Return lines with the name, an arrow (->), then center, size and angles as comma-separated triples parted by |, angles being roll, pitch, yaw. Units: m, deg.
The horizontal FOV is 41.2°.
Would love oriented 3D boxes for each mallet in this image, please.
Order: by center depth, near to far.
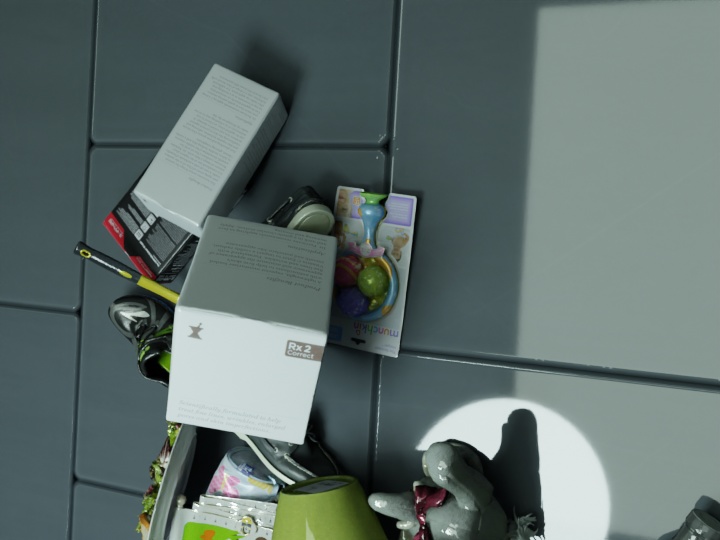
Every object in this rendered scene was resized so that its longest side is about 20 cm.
mallet -> -0.296, 0.024, 1.295 | 0.199, 0.041, 0.066 | 22, 110, -9

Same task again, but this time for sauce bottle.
sauce bottle -> 0.313, 0.342, 1.015 | 0.065, 0.065, 0.201 | 34, 105, 23

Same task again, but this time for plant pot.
plant pot -> -0.035, 0.350, 1.121 | 0.186, 0.187, 0.201 | -9, 88, 27

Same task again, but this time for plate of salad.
plate of salad -> -0.255, 0.275, 1.242 | 0.048, 0.200, 0.201 | 15, 98, -1

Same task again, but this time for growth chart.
growth chart -> -0.150, 0.348, 1.207 | 0.199, 0.018, 0.145 | 2, 101, 5

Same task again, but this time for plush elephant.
plush elephant -> 0.086, 0.277, 1.092 | 0.154, 0.199, 0.166 | 2, 77, 49

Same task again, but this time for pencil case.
pencil case -> -0.171, 0.331, 1.257 | 0.090, 0.083, 0.201 | 29, 103, 10

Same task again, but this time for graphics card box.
graphics card box -> -0.254, -0.092, 1.317 | 0.200, 0.051, 0.126 | -48, 71, 20

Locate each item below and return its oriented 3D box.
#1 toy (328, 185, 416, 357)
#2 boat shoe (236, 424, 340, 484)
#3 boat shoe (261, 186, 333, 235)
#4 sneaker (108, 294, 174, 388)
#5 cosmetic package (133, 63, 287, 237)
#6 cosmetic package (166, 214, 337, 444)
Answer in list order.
toy -> 0.000, 0.000, 1.186 | 0.115, 0.047, 0.201 | 10, 94, 29
boat shoe -> -0.095, 0.207, 1.222 | 0.199, 0.074, 0.066 | 37, 118, 32
boat shoe -> -0.113, -0.032, 1.227 | 0.199, 0.074, 0.066 | -49, 47, 32
sneaker -> -0.278, 0.101, 1.311 | 0.200, 0.083, 0.071 | 42, 108, 21
cosmetic package -> -0.188, -0.150, 1.222 | 0.101, 0.071, 0.201 | 27, 78, 13
cosmetic package -> -0.123, 0.065, 1.115 | 0.164, 0.200, 0.166 | 11, 123, -3
